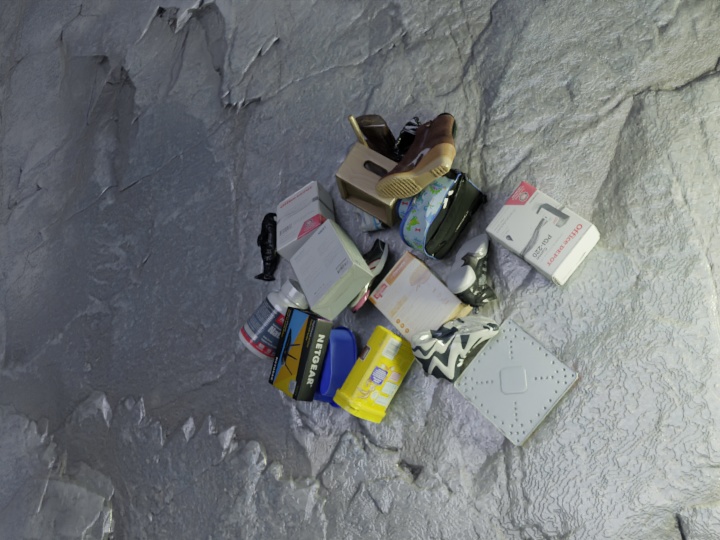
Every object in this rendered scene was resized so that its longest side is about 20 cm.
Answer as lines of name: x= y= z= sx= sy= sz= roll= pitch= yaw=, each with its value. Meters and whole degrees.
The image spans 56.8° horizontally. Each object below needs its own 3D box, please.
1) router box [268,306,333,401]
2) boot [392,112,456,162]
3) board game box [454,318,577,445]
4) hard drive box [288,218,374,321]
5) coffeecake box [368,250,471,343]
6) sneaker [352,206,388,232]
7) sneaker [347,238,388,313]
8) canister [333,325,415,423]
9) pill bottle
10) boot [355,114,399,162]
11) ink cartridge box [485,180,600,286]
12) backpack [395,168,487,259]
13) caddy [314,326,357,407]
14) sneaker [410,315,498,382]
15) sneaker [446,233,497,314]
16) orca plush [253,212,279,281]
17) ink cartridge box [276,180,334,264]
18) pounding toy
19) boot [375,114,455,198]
router box: x=-0.148 y=0.201 z=1.628 sx=0.149 sy=0.051 sz=0.201 roll=15 pitch=91 yaw=53
boot: x=0.160 y=-0.330 z=1.656 sx=0.073 sy=0.162 sz=0.199 roll=23 pitch=87 yaw=32
board game box: x=0.336 y=0.241 z=1.452 sx=0.200 sy=0.026 sz=0.200 roll=42 pitch=97 yaw=33
hard drive box: x=-0.075 y=-0.005 z=1.614 sx=0.156 sy=0.077 sz=0.200 roll=-45 pitch=41 yaw=14
coffeecake box: x=0.140 y=0.077 z=1.590 sx=0.154 sy=0.073 sz=0.200 roll=-50 pitch=57 yaw=9
sneaker: x=0.012 y=-0.192 z=1.755 sx=0.086 sy=0.075 sz=0.201 roll=-21 pitch=64 yaw=29
sneaker: x=0.000 y=0.000 z=1.657 sx=0.086 sy=0.080 sz=0.201 roll=30 pitch=68 yaw=-9
canister: x=0.041 y=0.242 z=1.553 sx=0.086 sy=0.148 sz=0.201 roll=29 pitch=88 yaw=38
pill bottle: x=-0.217 y=0.126 z=1.756 sx=0.200 sy=0.119 sz=0.120 roll=-51 pitch=57 yaw=7
boot: x=0.023 y=-0.347 z=1.718 sx=0.185 sy=0.200 sz=0.065 roll=14 pitch=81 yaw=32
ink cartridge box: x=0.404 y=-0.083 z=1.482 sx=0.200 sy=0.085 sz=0.146 roll=41 pitch=97 yaw=31
backpack: x=0.175 y=-0.138 z=1.575 sx=0.147 sy=0.183 sz=0.201 roll=28 pitch=91 yaw=33
caddy: x=-0.068 y=0.236 z=1.647 sx=0.141 sy=0.104 sz=0.202 roll=-24 pitch=61 yaw=49
sneaker: x=0.219 y=0.186 z=1.499 sx=0.198 sy=0.130 sz=0.080 roll=-18 pitch=27 yaw=-7
sneaker: x=0.270 y=0.011 z=1.538 sx=0.075 sy=0.114 sz=0.200 roll=-16 pitch=30 yaw=42
orca plush: x=-0.273 y=-0.075 z=1.881 sx=0.105 sy=0.071 sz=0.201 roll=11 pitch=80 yaw=32
ink cartridge box: x=-0.145 y=-0.126 z=1.777 sx=0.146 sy=0.083 sz=0.201 roll=-31 pitch=38 yaw=19
pounding toy: x=0.027 y=-0.239 z=1.621 sx=0.199 sy=0.184 sz=0.143 roll=31 pitch=79 yaw=12
boot: x=0.127 y=-0.258 z=1.515 sx=0.199 sy=0.072 sz=0.167 roll=-19 pitch=45 yaw=30
